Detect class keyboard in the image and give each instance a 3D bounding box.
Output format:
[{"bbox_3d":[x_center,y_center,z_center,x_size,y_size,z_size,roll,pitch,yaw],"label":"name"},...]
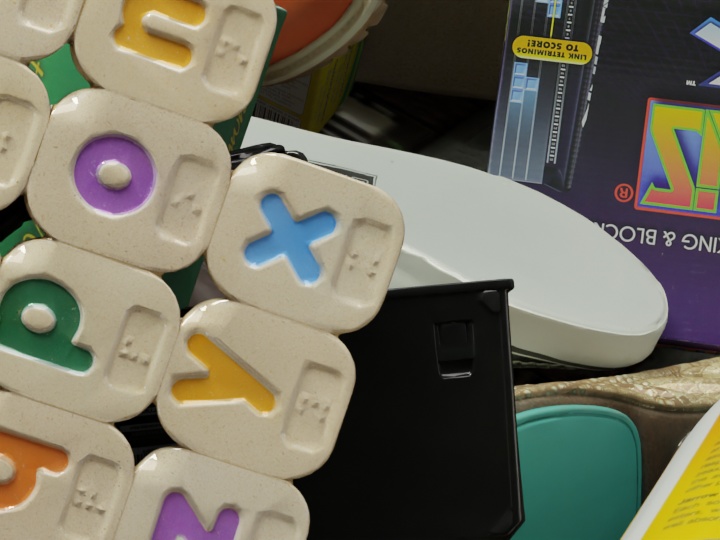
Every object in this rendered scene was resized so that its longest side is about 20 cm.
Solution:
[{"bbox_3d":[-0.055,0.023,0.692,0.199,0.128,0.021,-5,7,-14],"label":"keyboard"}]

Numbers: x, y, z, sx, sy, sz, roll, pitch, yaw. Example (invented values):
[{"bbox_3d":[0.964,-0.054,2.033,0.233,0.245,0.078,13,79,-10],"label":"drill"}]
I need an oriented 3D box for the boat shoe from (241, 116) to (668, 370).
[{"bbox_3d":[0.000,0.000,0.854,0.199,0.064,0.071,18,34,3],"label":"boat shoe"}]

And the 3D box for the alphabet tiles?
[{"bbox_3d":[-0.095,0.007,0.662,0.195,0.201,0.015,18,0,-13],"label":"alphabet tiles"}]

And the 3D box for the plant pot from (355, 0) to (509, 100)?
[{"bbox_3d":[0.098,-0.177,1.015,0.176,0.200,0.200,21,48,5],"label":"plant pot"}]

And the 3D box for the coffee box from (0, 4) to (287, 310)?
[{"bbox_3d":[-0.129,-0.049,0.755,0.199,0.124,0.044,19,3,25],"label":"coffee box"}]

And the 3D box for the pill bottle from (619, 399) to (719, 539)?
[{"bbox_3d":[0.127,0.094,0.725,0.111,0.111,0.200,28,35,11],"label":"pill bottle"}]

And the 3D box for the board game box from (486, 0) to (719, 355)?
[{"bbox_3d":[0.145,-0.052,0.888,0.199,0.166,0.057,7,-3,8],"label":"board game box"}]

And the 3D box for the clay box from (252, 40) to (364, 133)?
[{"bbox_3d":[-0.043,-0.148,0.933,0.115,0.200,0.048,28,49,11],"label":"clay box"}]

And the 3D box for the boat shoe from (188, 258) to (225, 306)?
[{"bbox_3d":[-0.071,0.015,0.784,0.200,0.072,0.059,34,17,27],"label":"boat shoe"}]

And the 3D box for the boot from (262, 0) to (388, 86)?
[{"bbox_3d":[-0.086,-0.100,0.877,0.199,0.075,0.107,-3,-2,32],"label":"boot"}]

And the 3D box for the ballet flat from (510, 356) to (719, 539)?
[{"bbox_3d":[0.075,0.063,0.823,0.199,0.071,0.065,-1,9,-39],"label":"ballet flat"}]
